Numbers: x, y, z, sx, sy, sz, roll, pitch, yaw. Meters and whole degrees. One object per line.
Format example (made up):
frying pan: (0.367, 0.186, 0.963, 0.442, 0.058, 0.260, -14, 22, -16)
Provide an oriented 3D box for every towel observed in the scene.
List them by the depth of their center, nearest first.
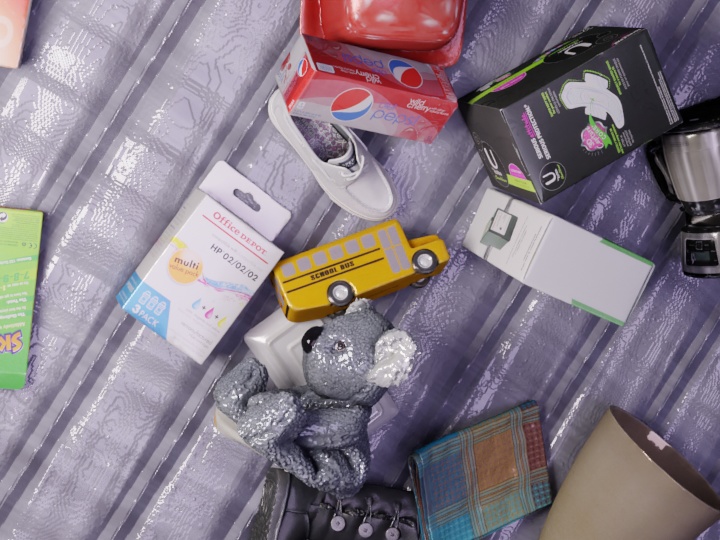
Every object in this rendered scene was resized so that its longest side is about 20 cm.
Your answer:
towel: (0.153, 0.259, 1.602, 0.199, 0.022, 0.148, -18, 106, -29)

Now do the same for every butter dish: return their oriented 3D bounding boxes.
butter dish: (0.045, -0.324, 1.425, 0.199, 0.148, 0.201, 1, 100, -17)

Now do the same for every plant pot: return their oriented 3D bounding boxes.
plant pot: (0.318, 0.307, 1.608, 0.187, 0.187, 0.200, 35, 102, -19)

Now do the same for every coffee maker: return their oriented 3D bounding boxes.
coffee maker: (0.465, -0.108, 1.595, 0.191, 0.135, 0.201, -19, 105, -13)

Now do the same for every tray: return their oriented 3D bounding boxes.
tray: (-0.043, 0.127, 1.547, 0.107, 0.022, 0.200, -36, 107, -7)

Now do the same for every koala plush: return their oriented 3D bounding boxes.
koala plush: (-0.026, 0.126, 1.412, 0.184, 0.177, 0.200, 38, 87, -23)

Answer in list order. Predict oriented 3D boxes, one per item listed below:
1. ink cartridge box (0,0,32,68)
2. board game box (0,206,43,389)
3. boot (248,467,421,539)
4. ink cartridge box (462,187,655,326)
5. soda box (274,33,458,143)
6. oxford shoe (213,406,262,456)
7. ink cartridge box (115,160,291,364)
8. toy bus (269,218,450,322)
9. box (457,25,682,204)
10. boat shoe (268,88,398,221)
ink cartridge box: (-0.440, -0.309, 1.338, 0.199, 0.050, 0.163, 9, 97, -21)
board game box: (-0.408, 0.029, 1.420, 0.095, 0.030, 0.201, 6, 95, -17)
boot: (-0.030, 0.332, 1.570, 0.199, 0.066, 0.166, 13, 98, -23)
ink cartridge box: (0.225, -0.019, 1.507, 0.145, 0.200, 0.084, 23, 96, -18)
soda box: (0.009, -0.200, 1.440, 0.199, 0.064, 0.070, 7, 136, -34)
oxford shoe: (-0.090, 0.202, 1.522, 0.200, 0.075, 0.058, 34, 129, -16)
ink cartridge box: (-0.170, -0.012, 1.460, 0.115, 0.068, 0.200, 37, 88, -19)
toy bus: (0.000, 0.000, 1.505, 0.199, 0.065, 0.079, -21, 76, -12)
box: (0.240, -0.186, 1.506, 0.199, 0.148, 0.125, -29, 108, -10)
boat shoe: (-0.024, -0.133, 1.481, 0.072, 0.068, 0.200, -39, 108, -6)
